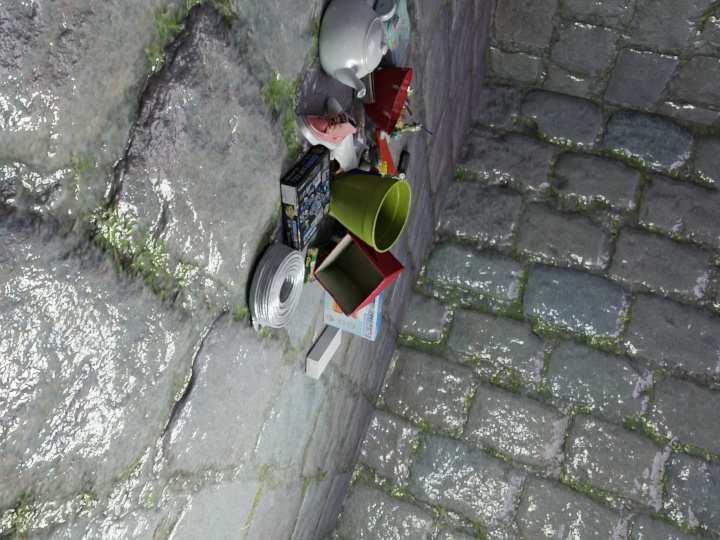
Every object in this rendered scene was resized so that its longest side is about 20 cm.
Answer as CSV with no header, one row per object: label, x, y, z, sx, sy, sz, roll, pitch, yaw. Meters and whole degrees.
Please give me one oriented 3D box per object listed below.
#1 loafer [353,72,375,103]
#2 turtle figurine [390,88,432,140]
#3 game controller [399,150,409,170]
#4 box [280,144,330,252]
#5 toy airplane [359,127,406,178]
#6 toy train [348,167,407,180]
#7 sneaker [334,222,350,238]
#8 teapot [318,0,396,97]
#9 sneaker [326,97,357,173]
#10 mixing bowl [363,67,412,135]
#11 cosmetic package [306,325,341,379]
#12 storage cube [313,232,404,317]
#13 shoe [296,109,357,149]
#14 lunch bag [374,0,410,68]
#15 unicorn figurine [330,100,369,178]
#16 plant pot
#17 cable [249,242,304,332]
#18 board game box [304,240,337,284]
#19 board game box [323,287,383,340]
loafer,0.024,-0.571,1.503,0.072,0.061,0.205,-50,153,-53
turtle figurine,0.171,-0.551,1.852,0.198,0.141,0.200,-19,-115,56
game controller,0.172,-0.404,2.280,0.104,0.041,0.206,-71,174,-77
box,-0.134,-0.185,1.374,0.202,0.048,0.202,-60,160,-44
toy airplane,0.056,-0.364,1.752,0.201,0.138,0.204,54,17,-61
toy train,0.036,-0.245,1.651,0.086,0.194,0.118,-85,-173,-45
sneaker,-0.036,-0.136,1.766,0.200,0.105,0.072,-145,-112,-75
teapot,-0.002,-0.548,1.283,0.198,0.142,0.205,-54,155,-51
sneaker,-0.066,-0.345,1.414,0.083,0.073,0.204,-26,128,-13
mixing bowl,0.074,-0.525,1.617,0.200,0.106,0.205,24,89,-85
cosmetic package,-0.127,0.276,1.879,0.201,0.049,0.084,-55,158,-51
storage cube,0.000,0.000,1.604,0.200,0.172,0.179,-46,170,23
shoe,-0.075,-0.348,1.282,0.090,0.073,0.199,-31,173,19
lunch bag,0.092,-0.708,1.577,0.201,0.075,0.164,63,46,-69
unicorn figurine,-0.022,-0.360,1.542,0.139,0.072,0.203,85,26,-55
plant pot,0.012,-0.183,1.505,0.200,0.189,0.204,-44,147,-38
cable,-0.203,0.038,1.321,0.203,0.067,0.203,87,25,-51
board game box,-0.122,-0.028,1.632,0.200,0.023,0.108,-28,131,-69
board game box,-0.025,0.116,1.803,0.056,0.191,0.204,-54,156,-48
